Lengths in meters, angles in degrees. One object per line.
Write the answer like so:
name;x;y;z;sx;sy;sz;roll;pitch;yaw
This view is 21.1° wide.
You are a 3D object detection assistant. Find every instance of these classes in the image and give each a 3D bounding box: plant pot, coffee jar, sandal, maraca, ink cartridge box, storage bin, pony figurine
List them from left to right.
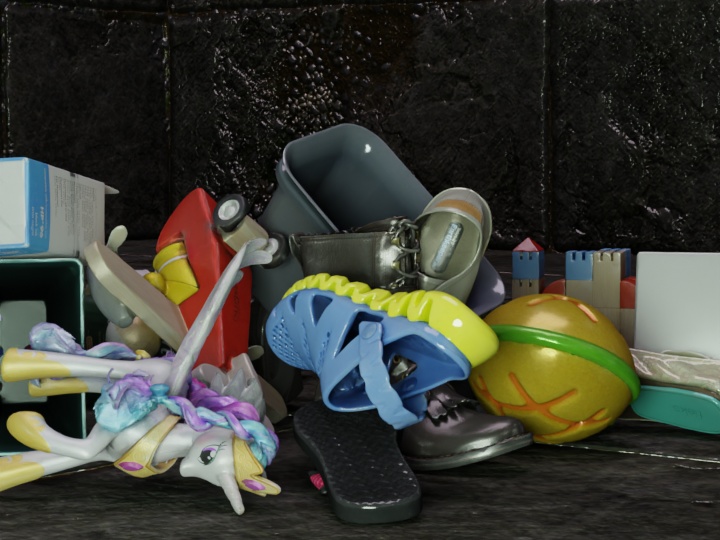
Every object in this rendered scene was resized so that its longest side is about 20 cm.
plant pot;-0.281;0.064;1.481;0.141;0.142;0.200;-1;-1;-8
ink cartridge box;-0.266;-0.038;1.464;0.116;0.068;0.200;-2;-5;13
pony figurine;-0.132;0.085;1.273;0.200;0.167;0.193;4;37;11
coffee jar;-0.147;0.064;1.663;0.200;0.105;0.085;0;12;18
sandal;-0.003;0.056;1.291;0.079;0.087;0.200;47;-25;-28
sandal;-0.002;0.129;1.252;0.075;0.045;0.200;-6;19;-5
storage bin;0.000;0.000;1.580;0.145;0.200;0.134;-25;-20;-50
maraca;0.142;0.081;1.461;0.137;0.107;0.200;17;-18;9

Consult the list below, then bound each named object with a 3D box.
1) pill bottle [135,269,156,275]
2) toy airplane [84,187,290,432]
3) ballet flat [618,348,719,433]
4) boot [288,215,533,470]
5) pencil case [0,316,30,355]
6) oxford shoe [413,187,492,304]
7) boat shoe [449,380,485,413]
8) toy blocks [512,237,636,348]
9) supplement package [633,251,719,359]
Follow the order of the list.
pill bottle;-0.146;0.038;1.972;0.200;0.113;0.112;-2;5;-23
toy airplane;-0.133;0.051;1.484;0.141;0.200;0.199;-17;8;24
ballet flat;0.217;0.086;1.536;0.200;0.068;0.062;13;44;28
boot;0.030;0.048;1.376;0.200;0.175;0.069;2;5;33
pencil case;-0.317;0.063;1.861;0.200;0.078;0.087;-1;33;-16
oxford shoe;0.043;0.033;1.436;0.075;0.200;0.058;21;7;7
boat shoe;0.084;0.092;1.595;0.068;0.057;0.200;1;4;16
toy blocks;0.217;0.039;1.766;0.200;0.137;0.100;2;4;19
supplement package;0.331;0.051;1.596;0.200;0.117;0.117;1;-8;16
